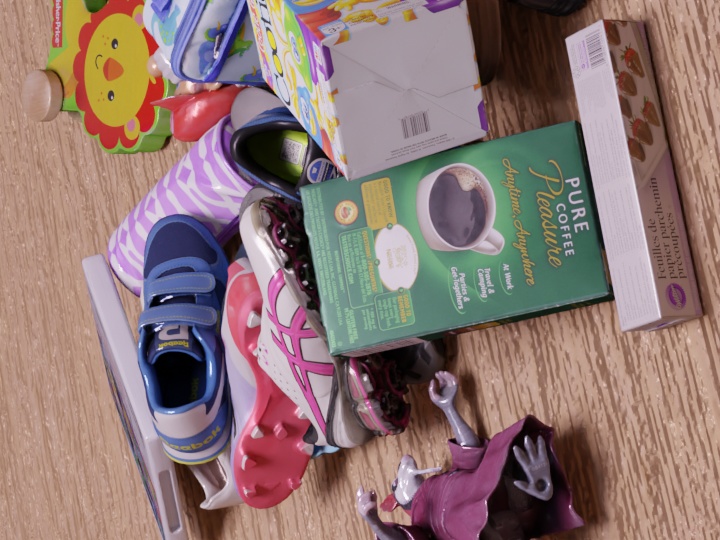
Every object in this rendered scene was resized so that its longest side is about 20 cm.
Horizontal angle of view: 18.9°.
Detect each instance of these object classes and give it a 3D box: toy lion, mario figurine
[{"bbox_3d":[-0.217,-0.203,1.899,0.191,0.068,0.202,3,93,46],"label":"toy lion"},{"bbox_3d":[-0.137,-0.205,1.742,0.106,0.123,0.202,11,96,39],"label":"mario figurine"}]

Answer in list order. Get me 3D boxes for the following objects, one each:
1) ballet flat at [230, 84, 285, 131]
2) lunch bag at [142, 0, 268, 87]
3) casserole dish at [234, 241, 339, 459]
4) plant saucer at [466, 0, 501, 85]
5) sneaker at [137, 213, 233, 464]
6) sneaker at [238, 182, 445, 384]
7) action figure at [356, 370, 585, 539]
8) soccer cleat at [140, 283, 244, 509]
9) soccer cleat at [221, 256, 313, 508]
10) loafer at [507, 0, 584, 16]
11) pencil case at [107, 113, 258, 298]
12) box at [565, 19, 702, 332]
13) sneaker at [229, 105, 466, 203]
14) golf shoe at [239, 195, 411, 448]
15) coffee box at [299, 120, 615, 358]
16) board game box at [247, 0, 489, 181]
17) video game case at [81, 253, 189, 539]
[{"bbox_3d":[-0.012,-0.081,1.615,0.199,0.046,0.068,32,107,24],"label":"ballet flat"},{"bbox_3d":[-0.067,-0.230,1.610,0.083,0.160,0.201,55,131,36],"label":"lunch bag"},{"bbox_3d":[-0.040,0.053,1.685,0.121,0.039,0.201,-56,51,37],"label":"casserole dish"},{"bbox_3d":[0.046,-0.220,1.493,0.200,0.029,0.201,161,90,-80],"label":"plant saucer"},{"bbox_3d":[-0.134,0.043,1.664,0.073,0.082,0.201,-11,67,8],"label":"sneaker"},{"bbox_3d":[0.000,0.000,1.609,0.200,0.079,0.076,47,124,17],"label":"sneaker"},{"bbox_3d":[0.082,0.162,1.508,0.149,0.134,0.200,46,158,-14],"label":"action figure"},{"bbox_3d":[-0.133,0.095,1.741,0.069,0.077,0.201,-31,83,50],"label":"soccer cleat"},{"bbox_3d":[-0.074,0.086,1.634,0.077,0.066,0.201,-125,29,-54],"label":"soccer cleat"},{"bbox_3d":[0.089,-0.261,1.475,0.073,0.072,0.201,-54,51,38],"label":"loafer"},{"bbox_3d":[-0.132,-0.045,1.763,0.200,0.084,0.086,-44,55,43],"label":"pencil case"},{"bbox_3d":[0.175,-0.062,1.396,0.041,0.038,0.201,-25,71,52],"label":"box"},{"bbox_3d":[-0.004,-0.066,1.533,0.199,0.089,0.079,13,102,19],"label":"sneaker"},{"bbox_3d":[-0.044,0.043,1.532,0.092,0.073,0.201,-18,111,24],"label":"golf shoe"},{"bbox_3d":[0.066,-0.018,1.453,0.199,0.044,0.124,-14,78,14],"label":"coffee box"},{"bbox_3d":[-0.002,-0.158,1.481,0.200,0.104,0.104,-129,23,-58],"label":"board game box"},{"bbox_3d":[-0.186,0.116,1.806,0.183,0.023,0.201,86,163,-50],"label":"video game case"}]
